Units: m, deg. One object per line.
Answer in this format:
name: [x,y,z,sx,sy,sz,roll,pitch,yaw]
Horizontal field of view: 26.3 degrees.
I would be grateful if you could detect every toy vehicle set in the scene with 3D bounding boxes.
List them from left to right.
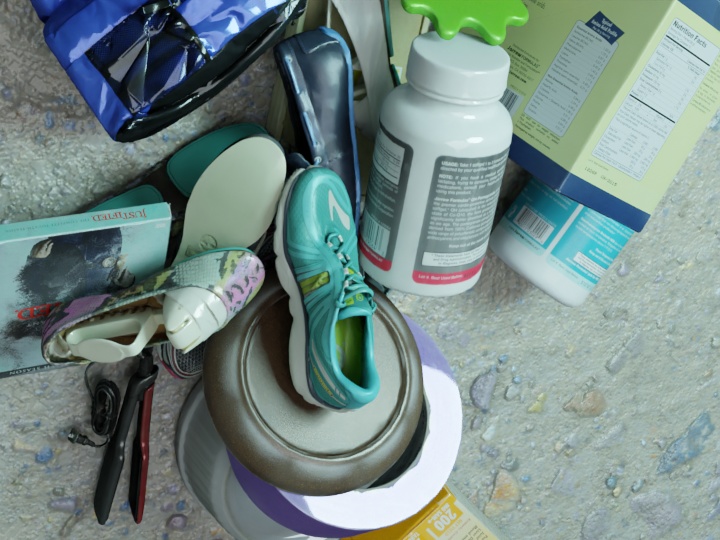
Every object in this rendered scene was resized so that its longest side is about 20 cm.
toy vehicle set: [-0.014,-0.161,1.367,0.123,0.027,0.202,4,112,-25]

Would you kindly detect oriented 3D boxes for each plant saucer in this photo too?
plant saucer: [-0.034,0.087,1.297,0.198,0.032,0.202,6,73,-20]

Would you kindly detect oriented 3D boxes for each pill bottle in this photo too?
pill bottle: [0.064,-0.089,1.269,0.110,0.111,0.202,-3,123,-22]
pill bottle: [0.219,-0.073,1.458,0.110,0.111,0.201,32,99,-31]

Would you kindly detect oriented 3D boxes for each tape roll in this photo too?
tape roll: [-0.016,0.131,1.354,0.198,0.085,0.202,5,75,-19]

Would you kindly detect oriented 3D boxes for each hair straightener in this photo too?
hair straightener: [-0.226,0.150,1.401,0.076,0.041,0.201,-1,124,-22]

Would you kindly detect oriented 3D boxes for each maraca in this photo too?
maraca: [0.073,-0.270,1.270,0.136,0.202,0.107,1,150,-21]

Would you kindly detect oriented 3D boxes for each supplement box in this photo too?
supplement box: [0.092,0.308,1.604,0.126,0.074,0.200,-44,123,2]
supplement box: [0.196,-0.179,1.332,0.134,0.200,0.201,20,106,-47]

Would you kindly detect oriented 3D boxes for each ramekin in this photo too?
ramekin: [-0.069,0.175,1.460,0.201,0.094,0.204,-10,117,-19]

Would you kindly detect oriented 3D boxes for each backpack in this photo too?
backpack: [-0.149,-0.213,1.206,0.199,0.163,0.168,-34,102,-3]

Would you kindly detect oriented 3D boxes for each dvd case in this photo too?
dvd case: [-0.238,0.020,1.304,0.145,0.022,0.201,-9,147,-20]

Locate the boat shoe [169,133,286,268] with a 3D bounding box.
boat shoe: [-0.113,-0.034,1.294,0.071,0.063,0.201,29,117,4]

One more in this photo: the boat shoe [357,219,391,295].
boat shoe: [0.000,0.000,1.427,0.199,0.062,0.073,-36,125,-3]

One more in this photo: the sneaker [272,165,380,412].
sneaker: [-0.016,0.014,1.243,0.077,0.079,0.202,-11,94,-33]

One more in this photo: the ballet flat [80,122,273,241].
ballet flat: [-0.160,-0.060,1.338,0.199,0.072,0.072,-30,122,-7]

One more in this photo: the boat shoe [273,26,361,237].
boat shoe: [-0.045,-0.104,1.301,0.068,0.084,0.202,-11,106,-20]

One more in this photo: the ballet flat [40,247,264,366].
ballet flat: [-0.171,0.041,1.257,0.198,0.071,0.069,-16,124,11]

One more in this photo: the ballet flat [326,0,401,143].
ballet flat: [0.006,-0.172,1.324,0.069,0.069,0.202,-19,116,-14]

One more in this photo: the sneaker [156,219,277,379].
sneaker: [-0.108,0.017,1.382,0.080,0.075,0.200,37,96,-32]
